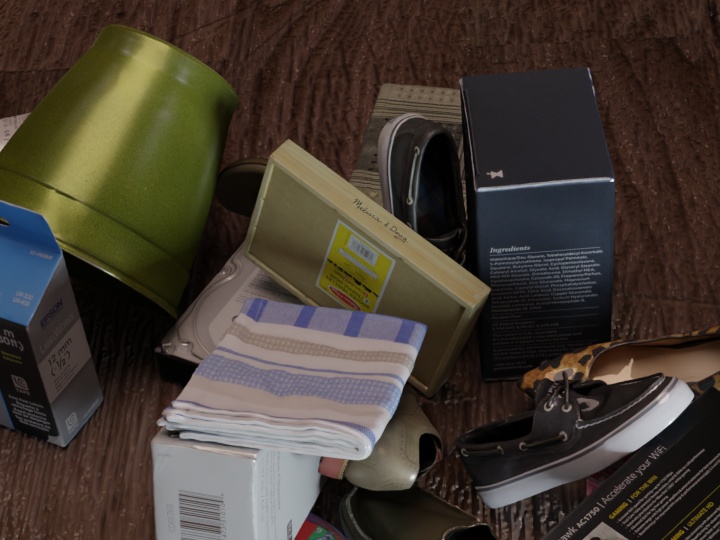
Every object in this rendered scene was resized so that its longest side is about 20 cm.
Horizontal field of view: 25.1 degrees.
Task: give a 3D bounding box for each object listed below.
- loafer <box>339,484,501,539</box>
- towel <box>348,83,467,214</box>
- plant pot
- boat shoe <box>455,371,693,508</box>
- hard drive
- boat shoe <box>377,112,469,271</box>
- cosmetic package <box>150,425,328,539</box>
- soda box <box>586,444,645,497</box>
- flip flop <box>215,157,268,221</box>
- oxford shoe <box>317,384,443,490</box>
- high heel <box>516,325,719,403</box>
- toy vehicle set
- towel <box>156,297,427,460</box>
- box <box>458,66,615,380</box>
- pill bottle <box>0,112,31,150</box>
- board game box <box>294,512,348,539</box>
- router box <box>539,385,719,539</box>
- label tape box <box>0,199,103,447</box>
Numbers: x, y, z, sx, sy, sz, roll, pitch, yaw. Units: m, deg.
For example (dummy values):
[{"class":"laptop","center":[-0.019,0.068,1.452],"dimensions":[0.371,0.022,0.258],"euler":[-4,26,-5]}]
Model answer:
[{"class":"loafer","center":[0.066,0.194,1.134],"dimensions":[0.199,0.070,0.075],"euler":[28,52,33]},{"class":"towel","center":[0.093,-0.102,1.502],"dimensions":[0.199,0.035,0.193],"euler":[7,46,12]},{"class":"plant pot","center":[-0.199,-0.090,1.335],"dimensions":[0.200,0.200,0.194],"euler":[21,80,28]},{"class":"boat shoe","center":[0.143,0.107,1.142],"dimensions":[0.200,0.066,0.070],"euler":[-32,6,46]},{"class":"hard drive","center":[-0.063,0.032,1.360],"dimensions":[0.139,0.038,0.200],"euler":[17,46,24]},{"class":"boat shoe","center":[0.056,-0.024,1.283],"dimensions":[0.068,0.201,0.057],"euler":[-20,20,-27]},{"class":"cosmetic package","center":[-0.076,0.128,1.156],"dimensions":[0.081,0.114,0.200],"euler":[7,25,15]},{"class":"soda box","center":[0.256,0.183,1.121],"dimensions":[0.199,0.070,0.063],"euler":[23,52,29]},{"class":"flip flop","center":[-0.049,-0.033,1.357],"dimensions":[0.199,0.081,0.058],"euler":[28,65,26]},{"class":"oxford shoe","center":[0.024,0.126,1.180],"dimensions":[0.074,0.071,0.200],"euler":[24,13,8]},{"class":"high heel","center":[0.216,0.068,1.199],"dimensions":[0.199,0.143,0.072],"euler":[1,68,6]},{"class":"toy vehicle set","center":[0.000,0.000,1.271],"dimensions":[0.200,0.125,0.027],"euler":[37,52,12]},{"class":"towel","center":[-0.041,0.070,1.124],"dimensions":[0.146,0.024,0.200],"euler":[7,24,12]},{"class":"box","center":[0.139,-0.037,1.287],"dimensions":[0.106,0.201,0.149],"euler":[-5,41,2]},{"class":"pill bottle","center":[-0.238,-0.099,1.472],"dimensions":[0.199,0.115,0.115],"euler":[-14,42,-8]},{"class":"board game box","center":[-0.094,0.226,1.140],"dimensions":[0.199,0.039,0.158],"euler":[-31,47,-26]},{"class":"router box","center":[0.222,0.179,1.042],"dimensions":[0.200,0.051,0.149],"euler":[-36,49,-25]},{"class":"label tape box","center":[-0.292,0.032,1.265],"dimensions":[0.143,0.201,0.066],"euler":[16,48,24]}]
